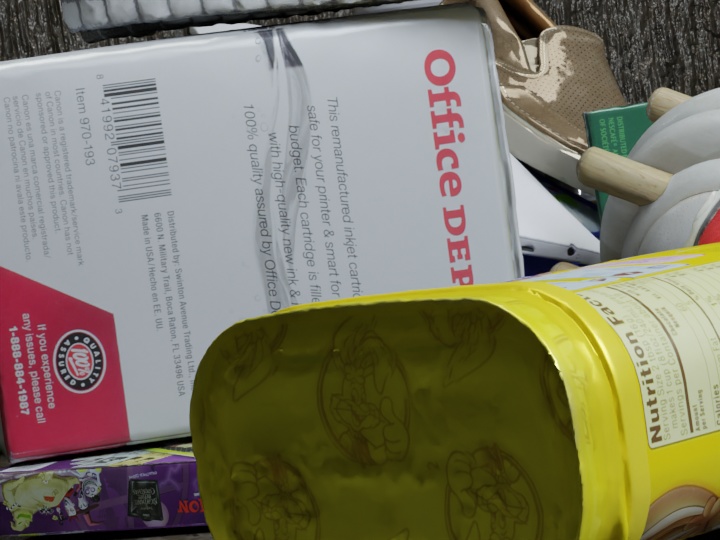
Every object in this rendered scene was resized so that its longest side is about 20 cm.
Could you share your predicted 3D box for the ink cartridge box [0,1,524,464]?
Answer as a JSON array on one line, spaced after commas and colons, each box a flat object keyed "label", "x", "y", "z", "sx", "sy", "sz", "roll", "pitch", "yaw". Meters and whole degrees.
[{"label": "ink cartridge box", "x": -0.048, "y": -0.017, "z": 1.054, "sx": 0.200, "sy": 0.146, "sz": 0.083, "roll": -8, "pitch": 4, "yaw": -12}]

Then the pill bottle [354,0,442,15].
[{"label": "pill bottle", "x": 0.051, "y": -0.070, "z": 1.568, "sx": 0.112, "sy": 0.201, "sz": 0.112, "roll": -8, "pitch": 4, "yaw": 1}]

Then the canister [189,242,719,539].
[{"label": "canister", "x": 0.072, "y": 0.039, "z": 0.835, "sx": 0.148, "sy": 0.087, "sz": 0.200, "roll": -6, "pitch": 3, "yaw": 44}]

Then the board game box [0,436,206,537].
[{"label": "board game box", "x": -0.044, "y": 0.068, "z": 1.069, "sx": 0.120, "sy": 0.032, "sz": 0.200, "roll": -10, "pitch": 3, "yaw": 21}]

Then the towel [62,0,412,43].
[{"label": "towel", "x": -0.021, "y": -0.176, "z": 1.051, "sx": 0.199, "sy": 0.166, "sz": 0.086, "roll": -6, "pitch": -1, "yaw": 2}]

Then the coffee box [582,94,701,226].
[{"label": "coffee box", "x": 0.203, "y": -0.023, "z": 1.200, "sx": 0.200, "sy": 0.123, "sz": 0.044, "roll": -9, "pitch": 1, "yaw": 6}]

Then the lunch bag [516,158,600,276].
[{"label": "lunch bag", "x": 0.000, "y": 0.000, "z": 1.249, "sx": 0.200, "sy": 0.128, "sz": 0.170, "roll": -1, "pitch": 6, "yaw": 35}]

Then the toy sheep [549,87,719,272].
[{"label": "toy sheep", "x": 0.150, "y": -0.009, "z": 1.065, "sx": 0.138, "sy": 0.138, "sz": 0.200, "roll": -6, "pitch": 19, "yaw": 28}]

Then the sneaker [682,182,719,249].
[{"label": "sneaker", "x": 0.209, "y": 0.003, "z": 0.946, "sx": 0.200, "sy": 0.077, "sz": 0.085, "roll": 7, "pitch": 9, "yaw": -14}]

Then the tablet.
[{"label": "tablet", "x": 0.014, "y": -0.060, "z": 1.225, "sx": 0.130, "sy": 0.014, "sz": 0.200, "roll": 9, "pitch": 25, "yaw": -30}]

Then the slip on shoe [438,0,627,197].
[{"label": "slip on shoe", "x": 0.092, "y": -0.085, "z": 1.311, "sx": 0.076, "sy": 0.061, "sz": 0.200, "roll": 20, "pitch": 15, "yaw": -33}]

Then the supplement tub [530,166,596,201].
[{"label": "supplement tub", "x": 0.058, "y": -0.020, "z": 1.411, "sx": 0.200, "sy": 0.123, "sz": 0.123, "roll": -6, "pitch": 4, "yaw": 15}]

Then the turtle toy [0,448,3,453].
[{"label": "turtle toy", "x": -0.201, "y": 0.035, "z": 1.121, "sx": 0.200, "sy": 0.101, "sz": 0.146, "roll": 20, "pitch": 8, "yaw": -16}]

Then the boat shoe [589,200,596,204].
[{"label": "boat shoe", "x": 0.137, "y": 0.002, "z": 1.295, "sx": 0.200, "sy": 0.073, "sz": 0.065, "roll": -6, "pitch": 2, "yaw": 17}]
